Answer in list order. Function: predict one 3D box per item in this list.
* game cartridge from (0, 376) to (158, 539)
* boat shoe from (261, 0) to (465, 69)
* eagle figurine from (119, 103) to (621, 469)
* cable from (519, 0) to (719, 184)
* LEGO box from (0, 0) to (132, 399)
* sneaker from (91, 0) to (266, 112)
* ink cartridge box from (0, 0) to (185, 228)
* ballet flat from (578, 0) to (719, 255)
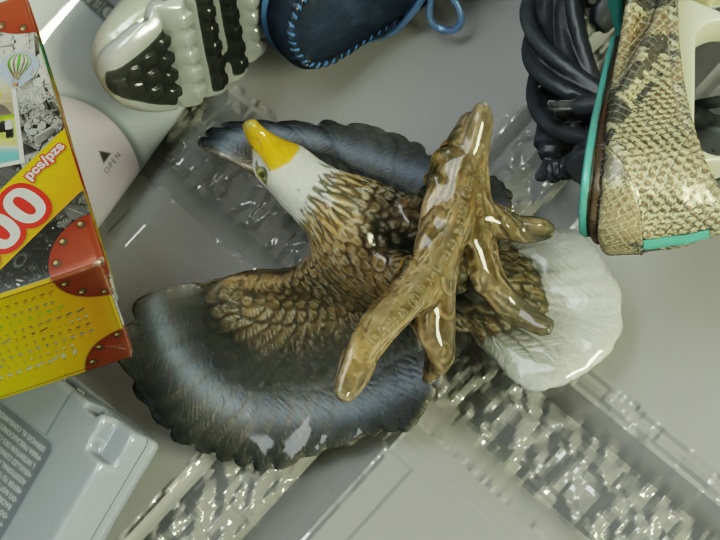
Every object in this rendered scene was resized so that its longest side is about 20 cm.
[{"bbox_3d":[-0.183,0.092,1.001,0.199,0.040,0.134,32,87,45],"label":"game cartridge"},{"bbox_3d":[0.039,-0.167,1.019,0.200,0.084,0.069,-46,50,0],"label":"boat shoe"},{"bbox_3d":[-0.004,-0.007,0.917,0.151,0.152,0.200,-18,-1,-27],"label":"eagle figurine"},{"bbox_3d":[0.162,-0.107,0.928,0.198,0.051,0.164,-12,49,29],"label":"cable"},{"bbox_3d":[-0.212,-0.012,0.936,0.198,0.077,0.150,-18,58,-5],"label":"LEGO box"},{"bbox_3d":[-0.070,-0.149,1.048,0.081,0.076,0.200,25,51,22],"label":"sneaker"},{"bbox_3d":[-0.180,-0.102,1.034,0.057,0.200,0.163,23,74,50],"label":"ink cartridge box"},{"bbox_3d":[0.123,-0.094,0.871,0.074,0.068,0.202,-1,59,8],"label":"ballet flat"}]
